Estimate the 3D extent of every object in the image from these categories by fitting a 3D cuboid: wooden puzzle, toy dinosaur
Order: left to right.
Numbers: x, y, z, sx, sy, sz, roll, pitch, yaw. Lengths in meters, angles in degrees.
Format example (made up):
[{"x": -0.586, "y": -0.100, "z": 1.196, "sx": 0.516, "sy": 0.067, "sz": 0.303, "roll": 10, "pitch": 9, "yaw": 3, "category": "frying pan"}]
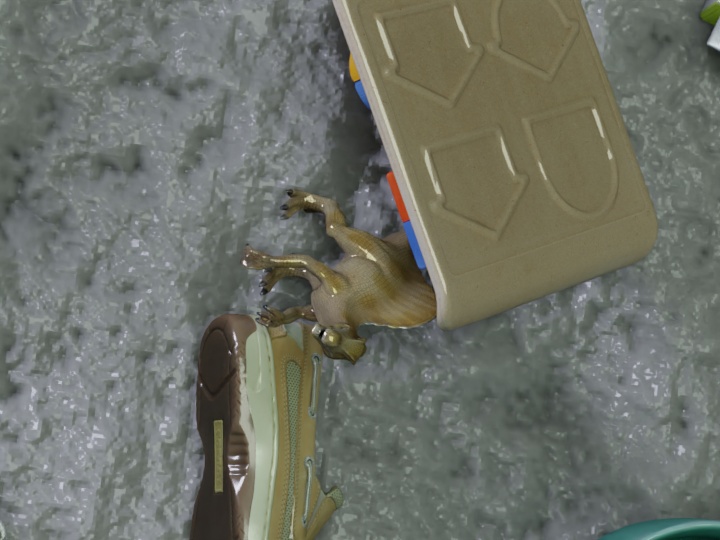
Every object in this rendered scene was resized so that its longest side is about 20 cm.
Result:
[{"x": 0.000, "y": 0.000, "z": 1.443, "sx": 0.101, "sy": 0.200, "sz": 0.058, "roll": 21, "pitch": 125, "yaw": 16, "category": "toy dinosaur"}, {"x": 0.066, "y": -0.081, "z": 1.446, "sx": 0.185, "sy": 0.046, "sz": 0.201, "roll": -18, "pitch": 93, "yaw": -46, "category": "wooden puzzle"}]

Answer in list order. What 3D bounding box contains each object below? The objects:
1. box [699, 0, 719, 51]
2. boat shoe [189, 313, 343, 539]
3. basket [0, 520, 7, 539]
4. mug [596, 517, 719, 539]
[{"x": 0.277, "y": -0.185, "z": 1.527, "sx": 0.122, "sy": 0.048, "sz": 0.200, "roll": 27, "pitch": 81, "yaw": -7, "category": "box"}, {"x": -0.043, "y": 0.124, "z": 1.430, "sx": 0.076, "sy": 0.072, "sz": 0.201, "roll": 4, "pitch": 89, "yaw": -28, "category": "boat shoe"}, {"x": -0.286, "y": 0.156, "z": 1.348, "sx": 0.136, "sy": 0.123, "sz": 0.200, "roll": 44, "pitch": 80, "yaw": -4, "category": "basket"}, {"x": 0.151, "y": 0.208, "z": 1.436, "sx": 0.184, "sy": 0.114, "sz": 0.153, "roll": -2, "pitch": 86, "yaw": -11, "category": "mug"}]
